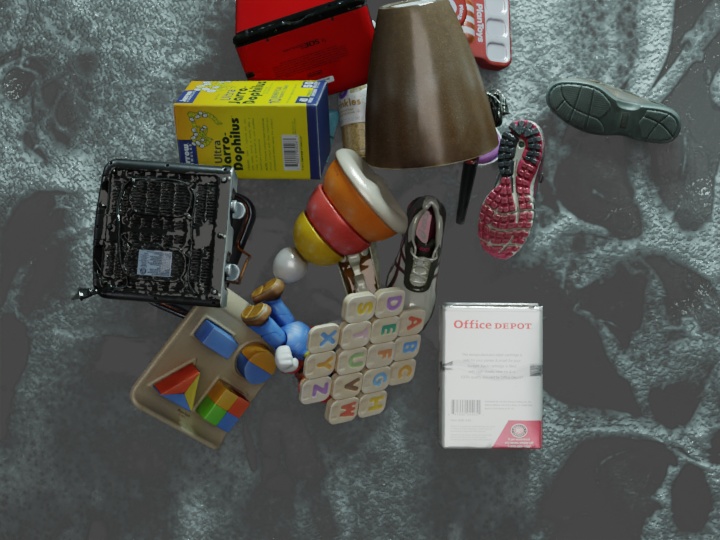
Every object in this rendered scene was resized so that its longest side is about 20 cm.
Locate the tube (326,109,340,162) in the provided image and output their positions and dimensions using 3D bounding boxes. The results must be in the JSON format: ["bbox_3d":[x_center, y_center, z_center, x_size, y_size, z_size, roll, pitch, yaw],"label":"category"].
[{"bbox_3d":[-0.133,-0.220,1.575,0.197,0.050,0.078,14,89,-4],"label":"tube"}]

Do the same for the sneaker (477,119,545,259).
[{"bbox_3d":[0.229,-0.114,1.556,0.080,0.075,0.203,19,101,21],"label":"sneaker"}]

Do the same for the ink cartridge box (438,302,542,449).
[{"bbox_3d":[0.183,0.147,1.535,0.143,0.085,0.203,1,89,0],"label":"ink cartridge box"}]

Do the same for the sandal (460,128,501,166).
[{"bbox_3d":[0.126,-0.230,1.570,0.203,0.050,0.082,45,88,2],"label":"sandal"}]

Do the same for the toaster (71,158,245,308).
[{"bbox_3d":[-0.254,-0.044,1.395,0.197,0.119,0.184,4,86,2],"label":"toaster"}]

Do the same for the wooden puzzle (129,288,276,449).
[{"bbox_3d":[-0.198,0.140,1.502,0.185,0.046,0.201,39,84,-42],"label":"wooden puzzle"}]

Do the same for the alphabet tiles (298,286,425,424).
[{"bbox_3d":[0.006,0.120,1.499,0.194,0.015,0.202,-8,119,-34],"label":"alphabet tiles"}]

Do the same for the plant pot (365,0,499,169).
[{"bbox_3d":[0.084,-0.258,1.443,0.184,0.187,0.203,-9,108,0],"label":"plant pot"}]

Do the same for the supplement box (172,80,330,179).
[{"bbox_3d":[-0.147,-0.196,1.494,0.197,0.109,0.111,1,117,6],"label":"supplement box"}]

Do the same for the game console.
[{"bbox_3d":[-0.072,-0.343,1.539,0.198,0.119,0.174,-14,113,15],"label":"game console"}]

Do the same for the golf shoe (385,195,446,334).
[{"bbox_3d":[0.079,-0.009,1.543,0.076,0.088,0.203,7,89,-1],"label":"golf shoe"}]

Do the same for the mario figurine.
[{"bbox_3d":[-0.070,0.102,1.507,0.124,0.106,0.200,-46,117,-13],"label":"mario figurine"}]

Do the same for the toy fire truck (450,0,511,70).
[{"bbox_3d":[0.142,-0.396,1.558,0.166,0.112,0.203,4,80,-26],"label":"toy fire truck"}]

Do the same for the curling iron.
[{"bbox_3d":[0.167,-0.161,1.547,0.049,0.025,0.202,32,114,38],"label":"curling iron"}]

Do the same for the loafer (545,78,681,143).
[{"bbox_3d":[0.367,-0.235,1.574,0.198,0.063,0.073,18,119,5],"label":"loafer"}]

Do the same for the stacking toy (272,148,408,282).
[{"bbox_3d":[-0.046,-0.058,1.501,0.199,0.146,0.147,-39,88,12],"label":"stacking toy"}]

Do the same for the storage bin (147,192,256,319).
[{"bbox_3d":[-0.232,-0.028,1.520,0.144,0.134,0.202,23,88,2],"label":"storage bin"}]

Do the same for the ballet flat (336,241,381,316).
[{"bbox_3d":[0.000,0.000,1.553,0.067,0.062,0.202,-18,87,0],"label":"ballet flat"}]

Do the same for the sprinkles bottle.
[{"bbox_3d":[-0.001,-0.259,1.563,0.067,0.068,0.203,-6,88,0],"label":"sprinkles bottle"}]
